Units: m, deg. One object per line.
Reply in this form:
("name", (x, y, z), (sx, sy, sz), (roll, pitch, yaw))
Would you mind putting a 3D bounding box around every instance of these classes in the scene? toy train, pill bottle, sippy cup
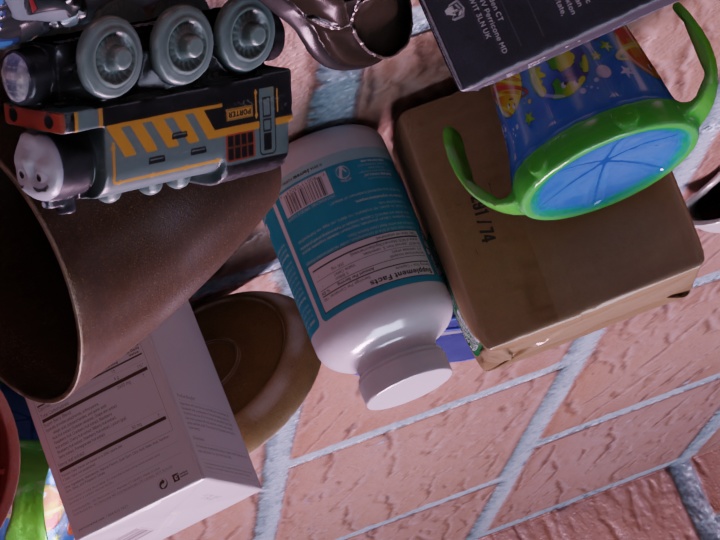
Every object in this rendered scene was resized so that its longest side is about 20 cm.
("toy train", (-0.121, -0.100, 1.225), (0.085, 0.115, 0.200), (11, -160, 42))
("pill bottle", (0.000, 0.000, 1.580), (0.110, 0.201, 0.111), (-20, 163, -6))
("sippy cup", (0.152, -0.124, 1.490), (0.177, 0.131, 0.140), (-16, 160, -18))
("sippy cup", (-0.280, 0.174, 1.777), (0.178, 0.139, 0.131), (-31, 133, -58))

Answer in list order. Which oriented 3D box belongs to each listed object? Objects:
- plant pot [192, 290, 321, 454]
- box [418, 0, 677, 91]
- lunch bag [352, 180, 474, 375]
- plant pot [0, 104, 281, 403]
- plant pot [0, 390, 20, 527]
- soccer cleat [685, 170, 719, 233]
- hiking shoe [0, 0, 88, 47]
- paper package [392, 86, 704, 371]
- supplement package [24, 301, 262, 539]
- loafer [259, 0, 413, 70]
("plant pot", (-0.124, 0.088, 1.765), (0.199, 0.200, 0.028), (-26, 128, 10))
("box", (0.126, -0.193, 1.209), (0.199, 0.118, 0.197), (-25, -177, 7))
("lunch bag", (0.054, -0.003, 1.750), (0.199, 0.136, 0.132), (-9, 158, -34))
("plant pot", (-0.154, -0.043, 1.342), (0.200, 0.187, 0.187), (-29, 169, -32))
("plant pot", (-0.379, 0.163, 1.642), (0.200, 0.202, 0.195), (-16, 170, -21))
("soccer cleat", (0.399, -0.091, 2.046), (0.200, 0.069, 0.085), (-29, 166, 36))
("hiking shoe", (-0.211, -0.150, 1.074), (0.086, 0.075, 0.200), (-26, 163, 10))
("paper package", (0.141, -0.051, 1.599), (0.190, 0.201, 0.103), (-21, 168, -1))
("supplement package", (-0.183, 0.103, 1.658), (0.119, 0.201, 0.121), (-27, 162, 14))
("loafer", (-0.007, -0.168, 1.250), (0.071, 0.073, 0.200), (-5, 170, 23))
